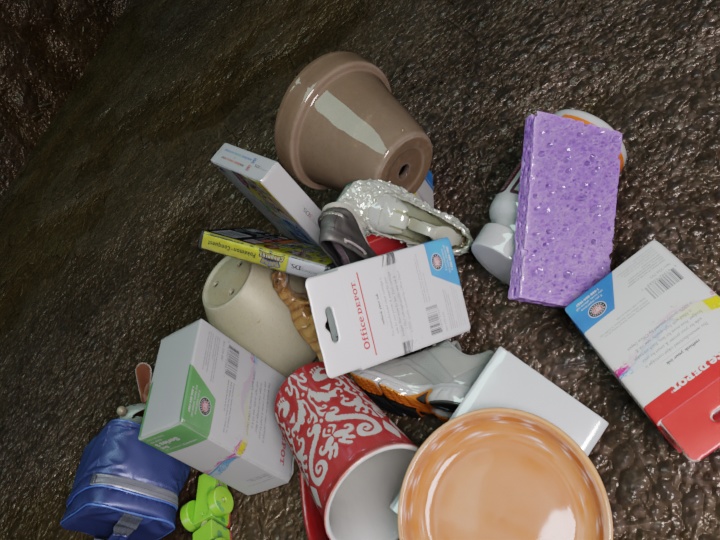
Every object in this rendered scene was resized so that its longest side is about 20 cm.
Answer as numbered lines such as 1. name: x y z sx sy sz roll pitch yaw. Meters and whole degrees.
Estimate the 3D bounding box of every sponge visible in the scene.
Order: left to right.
1. sponge: 0.225 -0.062 0.751 0.030 0.109 0.205 166 111 -75

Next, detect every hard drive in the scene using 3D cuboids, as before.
1. hard drive: 0.138 0.198 0.692 0.131 0.026 0.201 34 82 23

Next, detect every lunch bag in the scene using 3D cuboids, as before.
1. lunch bag: -0.331 0.312 0.956 0.200 0.134 0.135 -42 31 45

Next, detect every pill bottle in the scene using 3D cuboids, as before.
1. pill bottle: 0.223 -0.083 0.823 0.109 0.110 0.202 24 75 49

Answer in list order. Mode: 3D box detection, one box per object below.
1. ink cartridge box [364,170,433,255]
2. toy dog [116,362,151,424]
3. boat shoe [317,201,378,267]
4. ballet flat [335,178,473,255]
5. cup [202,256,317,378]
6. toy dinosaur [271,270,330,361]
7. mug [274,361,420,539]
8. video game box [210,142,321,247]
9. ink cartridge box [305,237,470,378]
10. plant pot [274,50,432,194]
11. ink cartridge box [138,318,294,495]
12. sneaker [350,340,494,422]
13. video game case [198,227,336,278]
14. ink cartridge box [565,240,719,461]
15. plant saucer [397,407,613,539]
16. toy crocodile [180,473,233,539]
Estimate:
1. ink cartridge box: 0.046 -0.071 1.009 0.114 0.067 0.203 -21 46 26
2. toy dog: -0.326 0.192 1.105 0.200 0.096 0.132 -46 39 1
3. boat shoe: 0.000 0.000 0.884 0.066 0.201 0.058 -9 46 29
4. ballet flat: 0.065 -0.065 0.884 0.072 0.196 0.073 -43 38 49
5. cup: -0.154 0.052 1.029 0.197 0.143 0.204 -24 45 26
6. toy dinosaur: -0.061 0.083 0.964 0.105 0.203 0.060 -27 0 -22
7. mug: -0.034 0.217 0.796 0.178 0.134 0.200 -46 36 -2
8. video game box: -0.128 -0.109 1.096 0.047 0.200 0.181 -49 40 -8
9. ink cartridge box: 0.023 0.042 0.807 0.196 0.119 0.066 -15 2 -27
10. plant pot: 0.005 -0.177 0.960 0.174 0.200 0.201 39 86 31
11. ink cartridge box: -0.175 0.183 0.895 0.086 0.200 0.148 -25 44 27
12. sneaker: 0.079 0.125 0.823 0.197 0.076 0.093 7 54 36
13. video game case: -0.107 -0.025 0.961 0.177 0.200 0.026 15 97 8
14. ink cartridge box: 0.298 0.080 0.641 0.116 0.067 0.201 -38 40 11
15. plant saucer: 0.133 0.235 0.646 0.195 0.038 0.205 -5 69 13
16. toy crocodile: -0.193 0.347 0.891 0.067 0.062 0.202 -33 36 16
